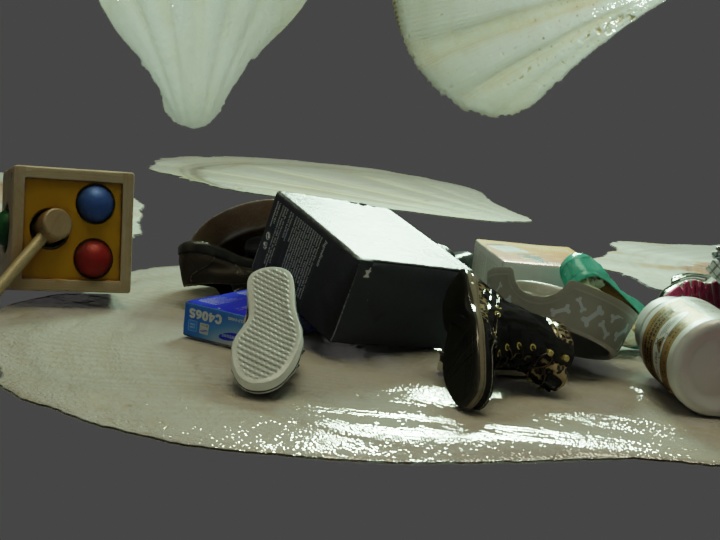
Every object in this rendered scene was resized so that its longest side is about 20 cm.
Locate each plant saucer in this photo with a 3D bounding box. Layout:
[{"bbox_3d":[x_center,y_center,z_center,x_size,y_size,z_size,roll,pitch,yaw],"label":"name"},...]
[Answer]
[{"bbox_3d":[-0.146,-0.029,1.778,0.198,0.201,0.035,1,54,-28],"label":"plant saucer"}]

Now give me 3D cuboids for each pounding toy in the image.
[{"bbox_3d":[-0.397,-0.038,1.605,0.198,0.187,0.142,2,-1,-24],"label":"pounding toy"}]

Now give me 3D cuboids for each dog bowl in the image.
[{"bbox_3d":[0.248,0.058,1.581,0.198,0.059,0.200,18,-10,3],"label":"dog bowl"}]

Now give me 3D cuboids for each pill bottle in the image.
[{"bbox_3d":[0.399,0.094,1.499,0.113,0.116,0.200,6,10,-4],"label":"pill bottle"}]

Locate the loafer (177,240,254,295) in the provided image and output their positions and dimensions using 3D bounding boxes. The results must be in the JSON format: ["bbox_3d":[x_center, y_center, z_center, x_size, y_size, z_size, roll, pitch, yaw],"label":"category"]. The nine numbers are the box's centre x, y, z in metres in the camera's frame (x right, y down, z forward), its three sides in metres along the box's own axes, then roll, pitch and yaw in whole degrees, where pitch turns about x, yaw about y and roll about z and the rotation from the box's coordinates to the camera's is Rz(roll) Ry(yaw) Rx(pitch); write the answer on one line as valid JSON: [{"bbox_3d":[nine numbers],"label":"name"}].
[{"bbox_3d":[-0.165,0.020,1.715,0.198,0.072,0.073,18,-16,-25],"label":"loafer"}]

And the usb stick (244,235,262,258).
[{"bbox_3d":[-0.090,-0.005,1.775,0.055,0.033,0.200,-3,-20,33],"label":"usb stick"}]

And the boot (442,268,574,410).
[{"bbox_3d":[0.169,0.096,1.405,0.149,0.073,0.201,25,32,-18],"label":"boot"}]

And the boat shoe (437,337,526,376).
[{"bbox_3d":[0.177,0.091,1.515,0.198,0.064,0.072,-1,13,-39],"label":"boat shoe"}]

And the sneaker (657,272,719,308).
[{"bbox_3d":[0.523,0.045,1.999,0.087,0.075,0.199,-3,7,45],"label":"sneaker"}]

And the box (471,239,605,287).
[{"bbox_3d":[0.251,0.027,1.804,0.150,0.108,0.200,5,10,-7],"label":"box"}]

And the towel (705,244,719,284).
[{"bbox_3d":[0.645,0.014,1.972,0.166,0.086,0.199,51,27,18],"label":"towel"}]

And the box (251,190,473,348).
[{"bbox_3d":[0.000,0.000,1.588,0.195,0.119,0.200,6,22,-40],"label":"box"}]

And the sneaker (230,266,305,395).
[{"bbox_3d":[-0.098,0.084,1.372,0.077,0.080,0.201,1,34,2],"label":"sneaker"}]

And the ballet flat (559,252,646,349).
[{"bbox_3d":[0.340,0.059,1.680,0.200,0.067,0.071,41,26,-23],"label":"ballet flat"}]

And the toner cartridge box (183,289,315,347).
[{"bbox_3d":[-0.128,0.056,1.572,0.094,0.044,0.199,11,10,27],"label":"toner cartridge box"}]

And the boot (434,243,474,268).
[{"bbox_3d":[0.118,0.001,1.852,0.164,0.066,0.199,-20,-9,34],"label":"boot"}]
